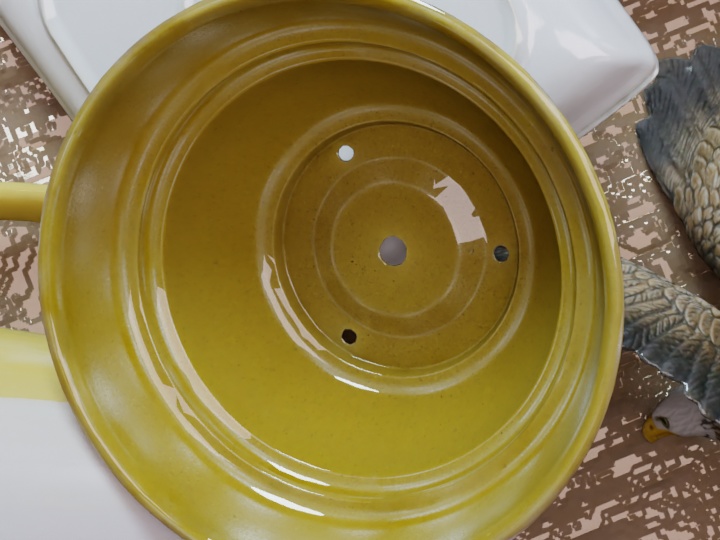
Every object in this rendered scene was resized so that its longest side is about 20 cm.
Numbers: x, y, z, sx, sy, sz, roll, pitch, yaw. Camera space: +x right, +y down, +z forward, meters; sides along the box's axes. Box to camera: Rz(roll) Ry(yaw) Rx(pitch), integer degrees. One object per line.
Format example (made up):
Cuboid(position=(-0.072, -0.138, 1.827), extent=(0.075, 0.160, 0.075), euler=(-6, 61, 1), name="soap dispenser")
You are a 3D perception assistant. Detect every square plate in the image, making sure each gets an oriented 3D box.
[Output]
Cuboid(position=(-0.026, -0.091, 0.929), extent=(0.198, 0.028, 0.200), euler=(-38, 79, 20), name="square plate")

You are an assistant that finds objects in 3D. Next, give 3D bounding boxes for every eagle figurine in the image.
Cuboid(position=(0.142, 0.024, 0.947), extent=(0.151, 0.152, 0.200), euler=(-29, 94, 18), name="eagle figurine")

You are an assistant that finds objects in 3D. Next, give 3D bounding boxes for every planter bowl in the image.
Cuboid(position=(0.000, 0.000, 0.865), extent=(0.200, 0.083, 0.201), euler=(4, 101, 19), name="planter bowl")

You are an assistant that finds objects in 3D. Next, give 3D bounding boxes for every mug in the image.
Cuboid(position=(-0.118, 0.069, 0.924), extent=(0.153, 0.149, 0.187), euler=(1, 99, -11), name="mug")
